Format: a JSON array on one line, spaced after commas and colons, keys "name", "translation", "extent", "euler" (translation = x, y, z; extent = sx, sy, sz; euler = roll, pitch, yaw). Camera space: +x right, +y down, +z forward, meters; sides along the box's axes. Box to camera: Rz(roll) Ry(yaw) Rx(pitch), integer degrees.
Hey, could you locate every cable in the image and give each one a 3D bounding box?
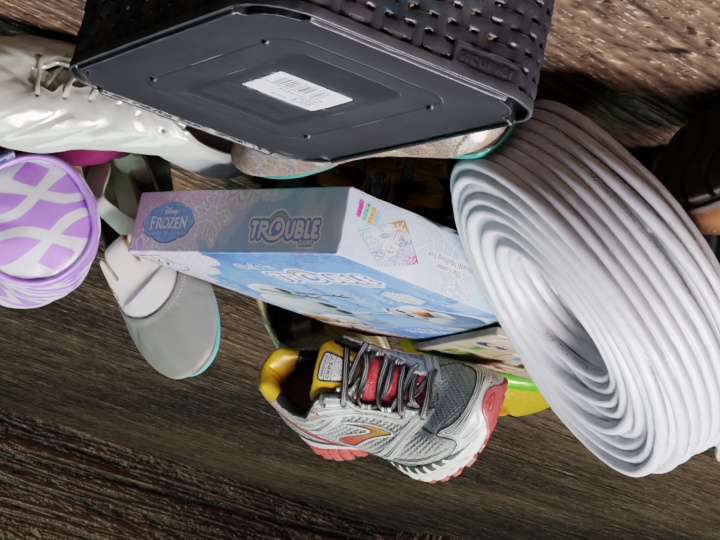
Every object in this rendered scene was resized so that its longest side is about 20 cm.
[{"name": "cable", "translation": [0.120, 0.011, 1.083], "extent": [0.200, 0.069, 0.200], "euler": [52, 166, 20]}]

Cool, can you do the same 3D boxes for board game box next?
[{"name": "board game box", "translation": [0.000, 0.000, 1.234], "extent": [0.199, 0.043, 0.200], "euler": [22, 167, -38]}]

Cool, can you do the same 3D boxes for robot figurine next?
[{"name": "robot figurine", "translation": [0.014, -0.039, 1.300], "extent": [0.145, 0.058, 0.200], "euler": [12, 169, 4]}]

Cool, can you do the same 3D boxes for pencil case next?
[{"name": "pencil case", "translation": [-0.206, -0.019, 1.281], "extent": [0.085, 0.084, 0.200], "euler": [-31, 179, -10]}]

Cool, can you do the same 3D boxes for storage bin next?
[{"name": "storage bin", "translation": [-0.020, -0.115, 0.877], "extent": [0.135, 0.094, 0.200], "euler": [19, 168, -28]}]

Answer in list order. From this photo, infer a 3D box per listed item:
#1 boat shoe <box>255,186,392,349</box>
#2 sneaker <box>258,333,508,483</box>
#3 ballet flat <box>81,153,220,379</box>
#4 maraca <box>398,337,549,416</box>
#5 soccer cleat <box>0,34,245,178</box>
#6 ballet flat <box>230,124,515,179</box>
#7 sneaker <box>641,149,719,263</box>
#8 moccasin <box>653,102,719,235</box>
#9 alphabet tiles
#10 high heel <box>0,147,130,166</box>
[{"name": "boat shoe", "translation": [-0.036, 0.042, 1.438], "extent": [0.072, 0.076, 0.200], "euler": [-23, 113, 20]}, {"name": "sneaker", "translation": [0.010, 0.084, 1.332], "extent": [0.200, 0.078, 0.082], "euler": [-4, 146, 46]}, {"name": "ballet flat", "translation": [-0.142, -0.015, 1.317], "extent": [0.067, 0.200, 0.064], "euler": [-38, 135, 20]}, {"name": "maraca", "translation": [0.079, 0.033, 1.444], "extent": [0.137, 0.107, 0.200], "euler": [1, -156, -35]}, {"name": "soccer cleat", "translation": [-0.138, -0.096, 1.185], "extent": [0.200, 0.069, 0.078], "euler": [11, 166, -27]}, {"name": "ballet flat", "translation": [-0.008, -0.092, 1.088], "extent": [0.200, 0.068, 0.067], "euler": [-5, 140, 42]}, {"name": "sneaker", "translation": [0.177, -0.029, 1.181], "extent": [0.087, 0.074, 0.200], "euler": [9, -179, -41]}, {"name": "moccasin", "translation": [0.217, -0.049, 1.005], "extent": [0.078, 0.074, 0.201], "euler": [33, 151, -27]}, {"name": "alphabet tiles", "translation": [0.149, 0.065, 1.278], "extent": [0.200, 0.008, 0.167], "euler": [15, 171, -13]}, {"name": "high heel", "translation": [-0.239, -0.094, 1.287], "extent": [0.200, 0.067, 0.096], "euler": [-2, 176, 3]}]
